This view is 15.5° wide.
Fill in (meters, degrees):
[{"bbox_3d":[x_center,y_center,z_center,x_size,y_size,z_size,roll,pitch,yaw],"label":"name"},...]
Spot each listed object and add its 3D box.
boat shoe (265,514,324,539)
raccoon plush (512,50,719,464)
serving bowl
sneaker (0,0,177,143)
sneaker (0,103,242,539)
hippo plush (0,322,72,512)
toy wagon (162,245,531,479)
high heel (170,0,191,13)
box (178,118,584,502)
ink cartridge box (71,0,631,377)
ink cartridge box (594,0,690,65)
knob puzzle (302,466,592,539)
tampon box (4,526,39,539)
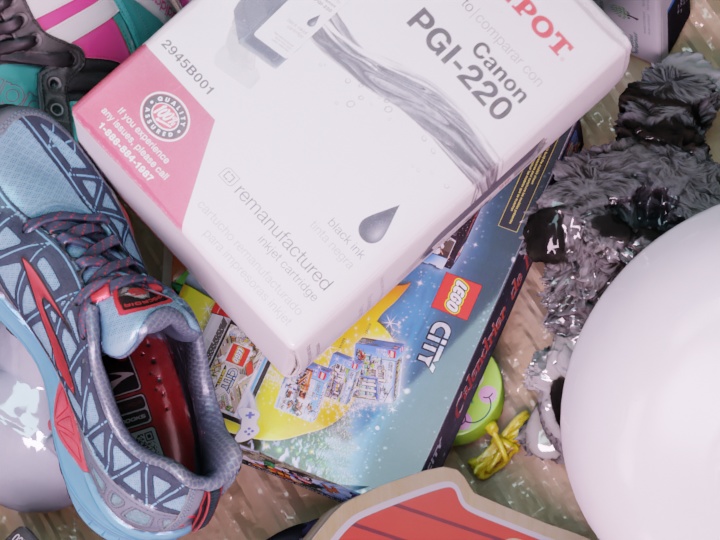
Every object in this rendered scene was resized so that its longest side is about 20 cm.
[{"bbox_3d":[0.013,0.194,1.150,0.075,0.093,0.200,-24,99,25],"label":"boat shoe"},{"bbox_3d":[0.137,0.006,1.211,0.097,0.134,0.200,20,39,21],"label":"raccoon plush"},{"bbox_3d":[0.187,0.069,1.111,0.200,0.066,0.200,-2,109,-4],"label":"serving bowl"},{"bbox_3d":[-0.167,-0.103,1.188,0.084,0.200,0.121,1,69,40],"label":"sneaker"},{"bbox_3d":[-0.101,0.015,1.115,0.079,0.096,0.200,-25,89,-33],"label":"sneaker"},{"bbox_3d":[-0.186,0.049,1.173,0.161,0.159,0.200,12,84,6],"label":"hippo plush"},{"bbox_3d":[0.002,0.014,1.232,0.155,0.040,0.200,-44,70,-8],"label":"toy wagon"},{"bbox_3d":[-0.054,-0.173,1.237,0.096,0.067,0.200,-27,66,8],"label":"high heel"},{"bbox_3d":[0.000,0.000,1.196,0.136,0.038,0.200,21,75,14],"label":"box"},{"bbox_3d":[-0.004,-0.075,1.145,0.200,0.085,0.146,-42,84,-9],"label":"ink cartridge box"},{"bbox_3d":[0.060,-0.168,1.258,0.200,0.099,0.039,24,75,14],"label":"ink cartridge box"},{"bbox_3d":[0.038,0.172,1.094,0.030,0.219,0.220,-25,61,45],"label":"knob puzzle"},{"bbox_3d":[-0.150,0.240,1.126,0.150,0.126,0.200,40,80,19],"label":"tampon box"}]
